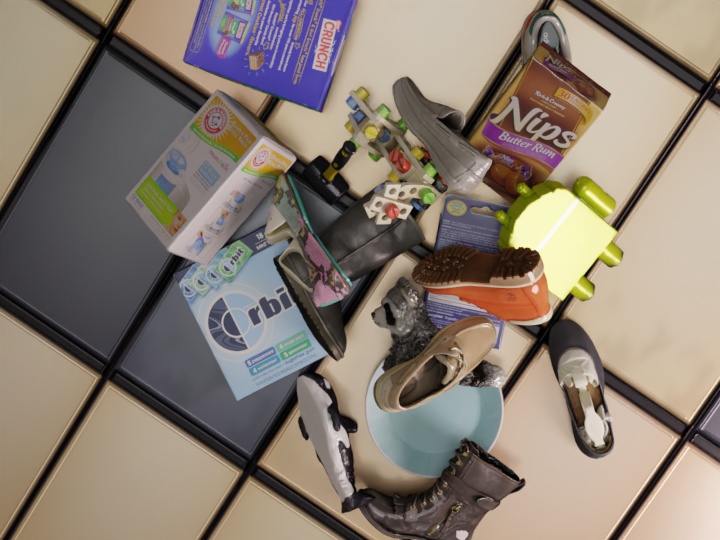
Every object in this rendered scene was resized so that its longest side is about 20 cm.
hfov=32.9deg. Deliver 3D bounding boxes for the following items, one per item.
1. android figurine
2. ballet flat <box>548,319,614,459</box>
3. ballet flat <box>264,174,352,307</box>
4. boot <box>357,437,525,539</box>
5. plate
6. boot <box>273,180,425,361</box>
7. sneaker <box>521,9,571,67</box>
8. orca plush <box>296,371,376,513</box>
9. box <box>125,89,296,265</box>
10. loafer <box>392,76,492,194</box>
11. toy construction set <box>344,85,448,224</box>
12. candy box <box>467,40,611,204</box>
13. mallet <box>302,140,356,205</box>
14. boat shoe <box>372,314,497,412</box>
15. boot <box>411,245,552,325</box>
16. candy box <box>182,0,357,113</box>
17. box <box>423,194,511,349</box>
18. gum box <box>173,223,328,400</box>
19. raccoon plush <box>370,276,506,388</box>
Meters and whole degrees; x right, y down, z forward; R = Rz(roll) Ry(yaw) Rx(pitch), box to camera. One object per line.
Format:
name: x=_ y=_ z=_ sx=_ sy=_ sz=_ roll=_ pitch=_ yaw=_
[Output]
android figurine: x=0.264 y=-0.042 z=1.643 sx=0.199 sy=0.041 sz=0.183 roll=32 pitch=101 yaw=-29
ballet flat: x=0.311 y=0.168 z=1.693 sx=0.072 sy=0.073 sz=0.203 roll=-15 pitch=96 yaw=6
ballet flat: x=-0.083 y=-0.038 z=1.614 sx=0.071 sy=0.069 sz=0.201 roll=-29 pitch=67 yaw=-3
boot: x=0.111 y=0.304 z=1.710 sx=0.198 sy=0.069 sz=0.175 roll=26 pitch=112 yaw=-10
plate: x=0.105 y=0.193 z=1.732 sx=0.197 sy=0.026 sz=0.204 roll=1 pitch=98 yaw=4
boot: x=0.001 y=0.001 z=1.675 sx=0.198 sy=0.072 sz=0.184 roll=-29 pitch=96 yaw=-14
sneaker: x=0.248 y=-0.249 z=1.629 sx=0.069 sy=0.093 sz=0.203 roll=-3 pitch=97 yaw=4
orca plush: x=-0.024 y=0.233 z=1.720 sx=0.070 sy=0.106 sz=0.202 roll=-16 pitch=65 yaw=-33
box: x=-0.202 y=-0.125 z=1.653 sx=0.200 sy=0.101 sz=0.113 roll=-48 pitch=64 yaw=8
loafer: x=0.109 y=-0.191 z=1.625 sx=0.070 sy=0.070 sz=0.201 roll=-43 pitch=61 yaw=20
toy construction set: x=0.045 y=-0.144 z=1.622 sx=0.092 sy=0.202 sz=0.131 roll=-32 pitch=138 yaw=24
candy box: x=0.224 y=-0.188 z=1.610 sx=0.116 sy=0.057 sz=0.201 roll=36 pitch=130 yaw=-1
mallet: x=-0.026 y=-0.130 z=1.617 sx=0.041 sy=0.200 sz=0.066 roll=-44 pitch=98 yaw=-15
boat shoe: x=0.109 y=0.124 z=1.591 sx=0.198 sy=0.065 sz=0.073 roll=-30 pitch=104 yaw=-24
boot: x=0.162 y=0.027 z=1.627 sx=0.198 sy=0.075 sz=0.108 roll=5 pitch=137 yaw=36
candy box: x=-0.119 y=-0.327 z=1.652 sx=0.197 sy=0.077 sz=0.171 roll=20 pitch=97 yaw=2
box: x=0.156 y=0.000 z=1.690 sx=0.119 sy=0.032 sz=0.203 roll=12 pitch=106 yaw=2
gum box: x=-0.143 y=0.054 z=1.720 sx=0.168 sy=0.045 sz=0.202 roll=-27 pitch=96 yaw=6
raccoon plush: x=0.108 y=0.083 z=1.672 sx=0.197 sy=0.096 sz=0.136 roll=4 pitch=97 yaw=-27
